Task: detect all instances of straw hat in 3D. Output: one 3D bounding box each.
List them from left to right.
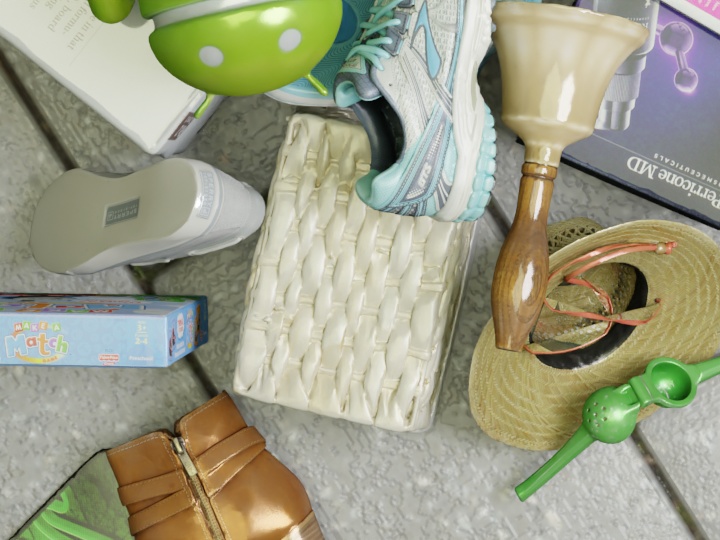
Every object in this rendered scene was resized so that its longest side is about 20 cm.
[{"bbox_3d":[0.137,0.015,1.745,0.201,0.201,0.085,-35,51,5],"label":"straw hat"}]

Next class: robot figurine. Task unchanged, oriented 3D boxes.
[{"bbox_3d":[-0.076,-0.191,1.575,0.175,0.116,0.200,-11,92,3],"label":"robot figurine"}]

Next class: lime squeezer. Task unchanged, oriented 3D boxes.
[{"bbox_3d":[0.184,0.089,1.754,0.200,0.071,0.038,-30,50,0],"label":"lime squeezer"}]

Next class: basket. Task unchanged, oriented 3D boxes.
[{"bbox_3d":[0.000,0.000,1.741,0.135,0.123,0.200,12,94,3],"label":"basket"}]

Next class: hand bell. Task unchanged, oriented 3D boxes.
[{"bbox_3d":[0.104,-0.051,1.624,0.104,0.104,0.200,9,86,3],"label":"hand bell"}]

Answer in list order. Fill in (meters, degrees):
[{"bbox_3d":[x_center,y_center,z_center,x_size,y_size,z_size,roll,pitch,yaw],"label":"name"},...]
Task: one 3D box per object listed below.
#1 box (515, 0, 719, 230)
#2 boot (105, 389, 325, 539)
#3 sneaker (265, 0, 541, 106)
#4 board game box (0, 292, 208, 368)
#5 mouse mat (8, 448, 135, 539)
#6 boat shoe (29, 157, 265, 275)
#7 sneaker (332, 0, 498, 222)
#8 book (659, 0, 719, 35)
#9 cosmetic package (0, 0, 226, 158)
[{"bbox_3d":[0.202,-0.143,1.730,0.148,0.104,0.200,23,94,1],"label":"box"},{"bbox_3d":[-0.128,0.185,1.783,0.200,0.074,0.155,-31,92,-10],"label":"boot"},{"bbox_3d":[0.010,-0.127,1.716,0.200,0.131,0.080,-18,74,-24],"label":"sneaker"},{"bbox_3d":[-0.181,0.036,1.717,0.151,0.200,0.037,1,94,3],"label":"board game box"},{"bbox_3d":[-0.152,0.238,1.825,0.200,0.008,0.161,45,95,1],"label":"mouse mat"},{"bbox_3d":[-0.136,-0.033,1.743,0.068,0.200,0.072,17,68,-37],"label":"boat shoe"},{"bbox_3d":[0.029,-0.127,1.605,0.086,0.078,0.200,-3,85,-23],"label":"sneaker"},{"bbox_3d":[0.224,-0.212,1.650,0.200,0.048,0.134,31,96,2],"label":"book"},{"bbox_3d":[-0.147,-0.194,1.719,0.200,0.165,0.165,38,94,0],"label":"cosmetic package"}]
